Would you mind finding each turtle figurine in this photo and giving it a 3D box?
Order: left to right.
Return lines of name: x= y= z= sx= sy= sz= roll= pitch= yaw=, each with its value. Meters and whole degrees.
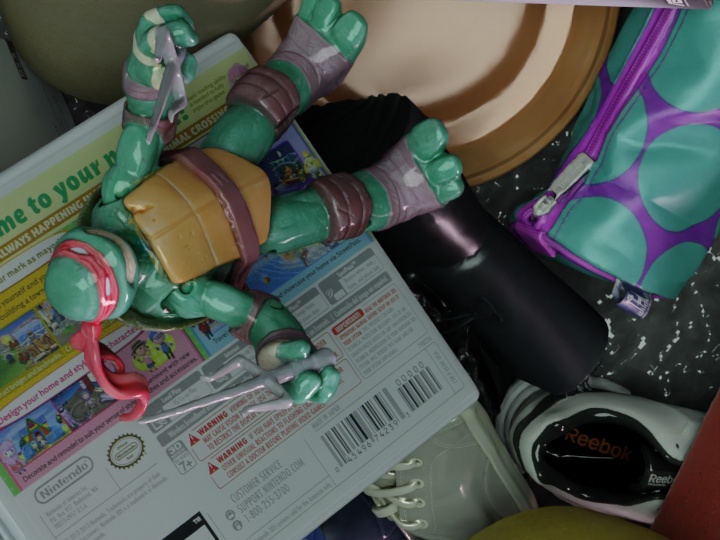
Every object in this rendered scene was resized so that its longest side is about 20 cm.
turtle figurine: x=-0.053 y=-0.025 z=0.822 sx=0.100 sy=0.200 sz=0.150 roll=-15 pitch=104 yaw=43

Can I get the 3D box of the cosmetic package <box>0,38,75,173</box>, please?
cosmetic package: x=-0.175 y=-0.038 z=0.965 sx=0.081 sy=0.200 sz=0.113 roll=-25 pitch=92 yaw=6

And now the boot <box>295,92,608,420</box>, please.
boot: x=0.000 y=0.000 z=1.019 sx=0.168 sy=0.199 sz=0.077 roll=49 pitch=56 yaw=-32

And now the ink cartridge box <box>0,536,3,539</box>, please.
ink cartridge box: x=-0.120 y=0.063 z=0.957 sx=0.144 sy=0.200 sz=0.085 roll=-7 pitch=79 yaw=-28

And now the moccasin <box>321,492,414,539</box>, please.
moccasin: x=-0.053 y=0.185 z=1.061 sx=0.068 sy=0.080 sz=0.200 roll=42 pitch=100 yaw=-7

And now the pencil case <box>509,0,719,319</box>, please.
pencil case: x=0.144 y=-0.084 z=0.999 sx=0.092 sy=0.085 sz=0.201 roll=18 pitch=102 yaw=-42

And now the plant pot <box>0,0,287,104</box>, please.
plant pot: x=-0.089 y=-0.163 z=0.932 sx=0.186 sy=0.200 sz=0.188 roll=9 pitch=59 yaw=-16

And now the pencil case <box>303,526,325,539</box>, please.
pencil case: x=-0.108 y=0.156 z=0.996 sx=0.199 sy=0.078 sz=0.087 roll=-14 pitch=125 yaw=3

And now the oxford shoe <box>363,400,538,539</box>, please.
oxford shoe: x=0.022 y=0.082 z=0.997 sx=0.075 sy=0.200 sz=0.058 roll=18 pitch=64 yaw=39

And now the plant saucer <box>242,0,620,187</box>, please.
plant saucer: x=0.022 y=-0.132 z=1.025 sx=0.199 sy=0.037 sz=0.202 roll=1 pitch=99 yaw=3

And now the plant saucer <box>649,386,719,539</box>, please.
plant saucer: x=0.256 y=0.079 z=1.007 sx=0.199 sy=0.037 sz=0.200 roll=24 pitch=94 yaw=-19

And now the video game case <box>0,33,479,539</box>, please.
video game case: x=-0.073 y=0.028 z=0.864 sx=0.200 sy=0.022 sz=0.183 roll=-35 pitch=92 yaw=-30

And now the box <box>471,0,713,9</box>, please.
box: x=0.081 y=-0.216 z=0.953 sx=0.157 sy=0.048 sz=0.201 roll=5 pitch=80 yaw=16

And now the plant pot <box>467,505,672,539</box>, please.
plant pot: x=0.095 y=0.185 z=0.946 sx=0.199 sy=0.142 sz=0.201 roll=-11 pitch=128 yaw=-15

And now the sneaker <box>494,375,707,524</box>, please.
sneaker: x=0.161 y=0.099 z=1.034 sx=0.199 sy=0.080 sz=0.074 roll=10 pitch=97 yaw=0
